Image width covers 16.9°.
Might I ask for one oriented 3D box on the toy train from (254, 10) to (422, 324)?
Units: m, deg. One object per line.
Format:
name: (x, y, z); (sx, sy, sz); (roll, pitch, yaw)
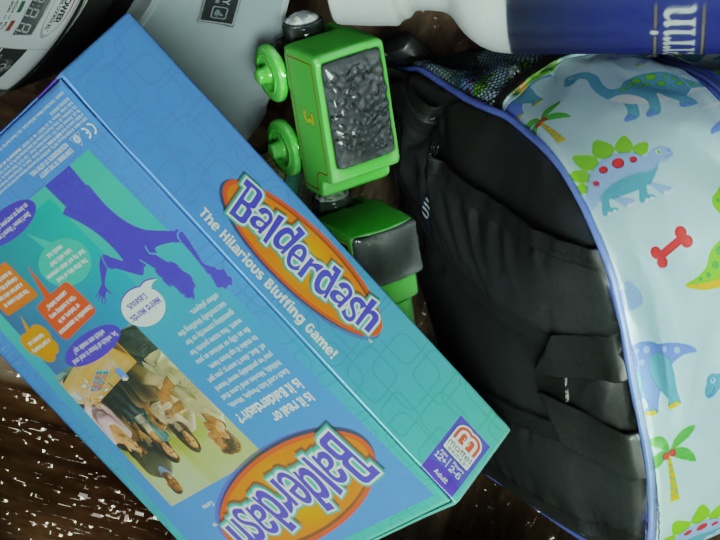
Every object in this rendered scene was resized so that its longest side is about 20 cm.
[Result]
toy train: (0.000, 0.000, 0.913); (0.042, 0.056, 0.200); (-21, 116, -24)

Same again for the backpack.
backpack: (0.106, 0.002, 0.886); (0.147, 0.200, 0.183); (-17, 109, -13)

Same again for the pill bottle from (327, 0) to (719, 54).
pill bottle: (0.089, -0.132, 0.831); (0.199, 0.116, 0.116); (1, 111, 7)

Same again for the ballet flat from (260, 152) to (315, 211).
ballet flat: (-0.038, 0.052, 0.981); (0.071, 0.071, 0.200); (6, 112, 0)

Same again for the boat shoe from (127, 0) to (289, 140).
boat shoe: (-0.063, -0.115, 0.916); (0.073, 0.068, 0.200); (7, 136, -12)

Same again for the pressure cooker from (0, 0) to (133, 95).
pressure cooker: (-0.163, -0.148, 0.840); (0.176, 0.200, 0.179); (-2, 91, 38)

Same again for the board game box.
board game box: (-0.063, 0.022, 0.883); (0.200, 0.045, 0.152); (48, 141, -8)
